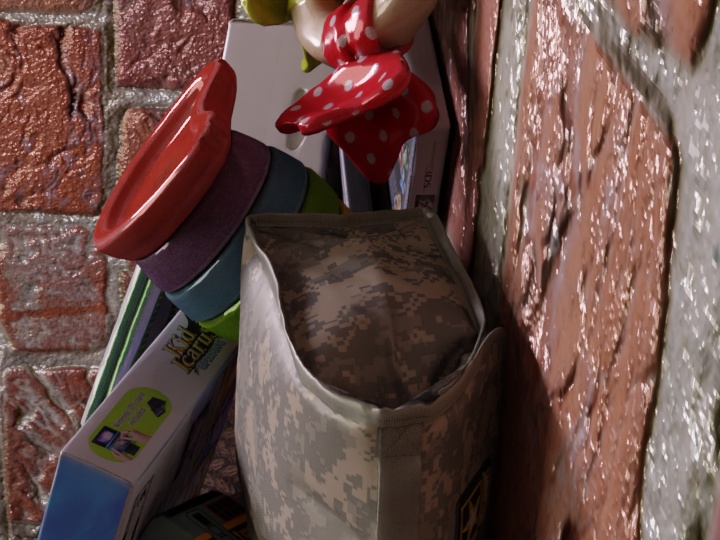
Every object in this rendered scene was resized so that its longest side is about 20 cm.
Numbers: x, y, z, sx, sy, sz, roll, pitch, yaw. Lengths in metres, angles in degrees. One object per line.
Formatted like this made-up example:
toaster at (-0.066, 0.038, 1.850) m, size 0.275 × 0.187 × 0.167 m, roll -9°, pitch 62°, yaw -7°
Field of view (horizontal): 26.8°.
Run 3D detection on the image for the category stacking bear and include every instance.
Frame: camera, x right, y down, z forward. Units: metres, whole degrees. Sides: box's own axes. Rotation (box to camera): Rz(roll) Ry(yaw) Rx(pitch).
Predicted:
stacking bear at (-0.036, -0.002, 0.840) m, size 0.114 × 0.200 × 0.122 m, roll -46°, pitch 21°, yaw 21°

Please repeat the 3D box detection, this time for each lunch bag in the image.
lunch bag at (0.005, 0.083, 0.724) m, size 0.200 × 0.117 × 0.165 m, roll -113°, pitch 23°, yaw -59°

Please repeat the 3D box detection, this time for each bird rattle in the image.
bird rattle at (-0.004, -0.157, 0.828) m, size 0.163 × 0.112 × 0.200 m, roll -58°, pitch 27°, yaw 20°

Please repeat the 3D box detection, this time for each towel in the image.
towel at (-0.132, 0.029, 1.051) m, size 0.200 × 0.023 × 0.153 m, roll -25°, pitch -45°, yaw -81°

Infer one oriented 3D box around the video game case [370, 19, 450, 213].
video game case at (0.025, -0.082, 0.959) m, size 0.201 × 0.023 × 0.182 m, roll -97°, pitch 9°, yaw -46°

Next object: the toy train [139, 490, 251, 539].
toy train at (-0.037, 0.162, 0.842) m, size 0.200 × 0.114 × 0.086 m, roll -17°, pitch -44°, yaw -59°

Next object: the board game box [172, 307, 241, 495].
board game box at (-0.080, 0.103, 1.094) m, size 0.200 × 0.096 × 0.160 m, roll 38°, pitch -108°, yaw -77°

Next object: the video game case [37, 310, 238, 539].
video game case at (-0.132, 0.136, 0.860) m, size 0.181 × 0.045 × 0.201 m, roll -55°, pitch -12°, yaw -59°

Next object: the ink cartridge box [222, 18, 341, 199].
ink cartridge box at (-0.051, -0.073, 1.089) m, size 0.200 × 0.084 × 0.147 m, roll 72°, pitch -155°, yaw -71°

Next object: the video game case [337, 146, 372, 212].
video game case at (0.000, 0.000, 1.013) m, size 0.201 × 0.019 × 0.143 m, roll 88°, pitch 176°, yaw -50°
